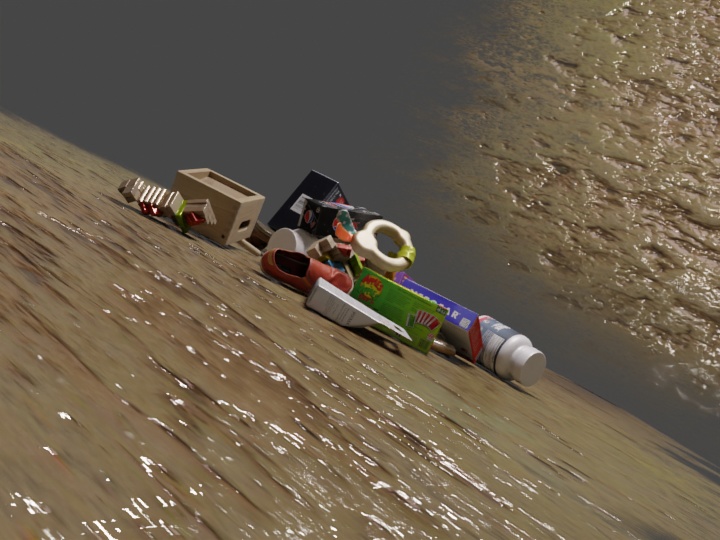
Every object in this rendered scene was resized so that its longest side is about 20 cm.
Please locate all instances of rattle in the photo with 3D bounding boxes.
[{"bbox_3d":[0.006,-0.040,1.626,0.197,0.132,0.143,6,-21,-28],"label":"rattle"}]

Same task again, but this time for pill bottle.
[{"bbox_3d":[-0.118,-0.028,1.716,0.110,0.112,0.199,28,3,34],"label":"pill bottle"},{"bbox_3d":[0.356,0.203,1.891,0.119,0.121,0.199,24,4,-41],"label":"pill bottle"}]

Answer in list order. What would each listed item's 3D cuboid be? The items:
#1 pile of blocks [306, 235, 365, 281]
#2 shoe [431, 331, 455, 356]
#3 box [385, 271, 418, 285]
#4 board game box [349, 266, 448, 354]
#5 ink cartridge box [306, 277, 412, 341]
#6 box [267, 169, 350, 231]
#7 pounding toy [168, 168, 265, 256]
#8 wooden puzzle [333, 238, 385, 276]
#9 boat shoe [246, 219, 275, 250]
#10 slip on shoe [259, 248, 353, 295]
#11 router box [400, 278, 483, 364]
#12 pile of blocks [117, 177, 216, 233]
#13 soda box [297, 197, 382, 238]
[{"bbox_3d":[-0.035,-0.021,1.657,0.199,0.062,0.083,18,53,-58],"label":"pile of blocks"},{"bbox_3d":[0.135,0.133,1.734,0.198,0.054,0.070,28,3,25],"label":"shoe"},{"bbox_3d":[0.118,0.075,1.914,0.136,0.039,0.200,-3,-36,49],"label":"box"},{"bbox_3d":[0.072,0.082,1.584,0.198,0.103,0.048,27,2,0],"label":"board game box"},{"bbox_3d":[-0.006,0.087,1.428,0.199,0.057,0.163,35,2,-4],"label":"ink cartridge box"},{"bbox_3d":[-0.124,-0.128,2.058,0.103,0.201,0.183,28,-18,32],"label":"box"},{"bbox_3d":[-0.307,-0.120,1.684,0.182,0.144,0.200,26,13,7],"label":"pounding toy"},{"bbox_3d":[0.000,0.000,1.826,0.046,0.188,0.199,-29,37,-30],"label":"wooden puzzle"},{"bbox_3d":[-0.251,-0.080,1.915,0.071,0.068,0.200,34,-1,-13],"label":"boat shoe"},{"bbox_3d":[-0.102,0.006,1.521,0.198,0.075,0.061,21,-25,-18],"label":"slip on shoe"},{"bbox_3d":[0.185,0.119,1.783,0.198,0.049,0.180,27,-21,26],"label":"router box"},{"bbox_3d":[-0.385,-0.115,1.496,0.197,0.083,0.063,18,46,-2],"label":"pile of blocks"},{"bbox_3d":[-0.043,-0.112,1.721,0.198,0.072,0.063,5,17,-47],"label":"soda box"}]
